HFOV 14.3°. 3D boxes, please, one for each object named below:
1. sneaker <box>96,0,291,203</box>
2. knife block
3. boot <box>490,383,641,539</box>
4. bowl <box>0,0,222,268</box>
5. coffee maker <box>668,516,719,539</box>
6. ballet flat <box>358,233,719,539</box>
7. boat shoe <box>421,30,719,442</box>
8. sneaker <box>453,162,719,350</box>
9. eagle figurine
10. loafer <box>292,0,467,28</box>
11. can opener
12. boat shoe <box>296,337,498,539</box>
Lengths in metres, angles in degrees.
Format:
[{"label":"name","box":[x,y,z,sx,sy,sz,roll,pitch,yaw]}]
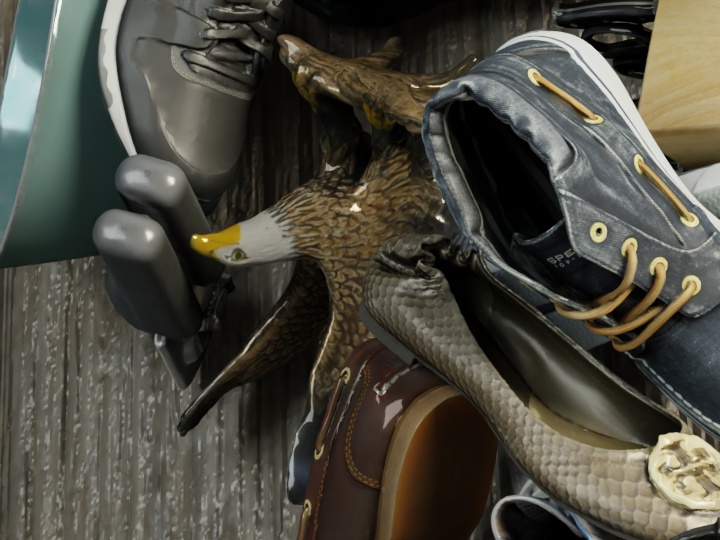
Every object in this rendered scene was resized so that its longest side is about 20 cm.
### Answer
[{"label":"sneaker","box":[-0.061,-0.133,1.282,0.087,0.076,0.201,-12,70,47]},{"label":"knife block","box":[0.156,-0.065,1.168,0.176,0.064,0.200,-47,44,18]},{"label":"boot","box":[0.087,0.097,1.126,0.074,0.095,0.200,-47,43,17]},{"label":"bowl","box":[-0.114,-0.090,1.393,0.201,0.105,0.201,-169,90,-78]},{"label":"coffee maker","box":[0.132,0.212,0.948,0.134,0.192,0.201,-19,56,18]},{"label":"ballet flat","box":[0.074,0.043,1.110,0.200,0.067,0.046,39,123,35]},{"label":"boat shoe","box":[0.099,0.003,1.084,0.071,0.091,0.200,-41,85,32]},{"label":"sneaker","box":[0.131,-0.016,1.164,0.199,0.073,0.071,-12,27,27]},{"label":"eagle figurine","box":[-0.008,0.000,1.275,0.152,0.150,0.201,-66,-20,-66]},{"label":"loafer","box":[0.030,-0.158,1.355,0.070,0.068,0.200,-41,24,-31]},{"label":"can opener","box":[-0.100,0.000,1.307,0.067,0.200,0.053,17,73,13]},{"label":"boat shoe","box":[0.004,0.127,1.189,0.070,0.070,0.201,31,111,45]}]
